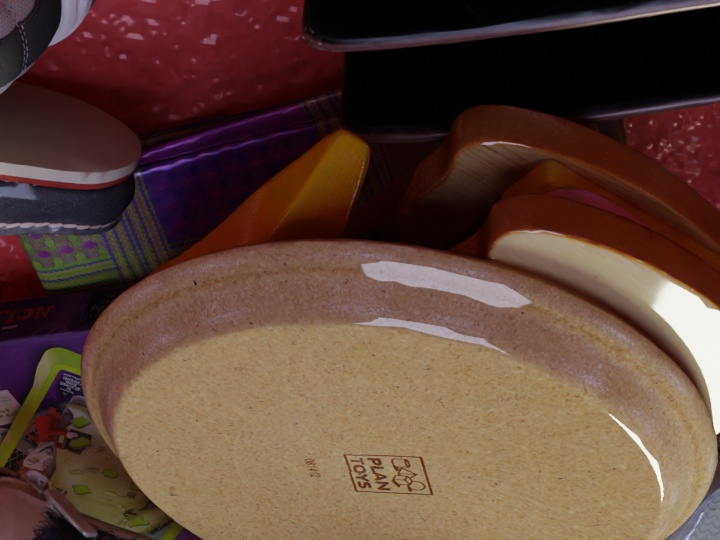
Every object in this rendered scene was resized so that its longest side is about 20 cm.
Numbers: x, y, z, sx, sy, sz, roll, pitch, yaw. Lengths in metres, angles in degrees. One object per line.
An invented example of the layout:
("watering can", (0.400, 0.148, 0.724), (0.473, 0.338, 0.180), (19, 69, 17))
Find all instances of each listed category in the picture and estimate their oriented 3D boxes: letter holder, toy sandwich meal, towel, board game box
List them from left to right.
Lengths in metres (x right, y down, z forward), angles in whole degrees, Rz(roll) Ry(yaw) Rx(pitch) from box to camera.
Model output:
("board game box", (-0.057, 0.056, 0.760), (0.200, 0.032, 0.120), (-7, 123, 14))
("towel", (0.000, 0.000, 0.749), (0.200, 0.023, 0.144), (-14, 124, 13))
("toy sandwich meal", (0.017, 0.028, 0.667), (0.205, 0.070, 0.205), (7, 146, 5))
("letter holder", (0.082, -0.091, 0.609), (0.200, 0.142, 0.101), (-9, 124, 8))

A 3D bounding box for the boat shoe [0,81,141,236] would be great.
("boat shoe", (-0.165, -0.025, 0.704), (0.200, 0.071, 0.063), (4, 110, 6))

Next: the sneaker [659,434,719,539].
("sneaker", (0.081, 0.143, 0.741), (0.073, 0.071, 0.200), (26, 98, -20))

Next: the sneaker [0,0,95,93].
("sneaker", (-0.179, -0.091, 0.649), (0.200, 0.079, 0.074), (11, 130, 11))

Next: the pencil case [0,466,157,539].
("pencil case", (-0.053, 0.125, 0.738), (0.200, 0.078, 0.089), (20, 106, -24))
